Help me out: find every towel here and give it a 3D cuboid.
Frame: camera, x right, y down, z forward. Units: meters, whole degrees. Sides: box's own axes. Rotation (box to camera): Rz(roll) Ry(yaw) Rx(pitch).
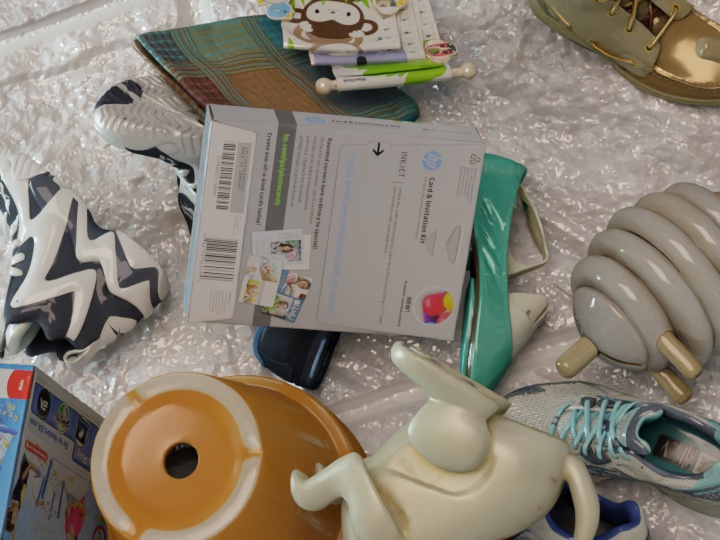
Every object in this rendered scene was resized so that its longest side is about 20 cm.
[{"bbox_3d":[-0.060,-0.145,1.710,0.147,0.199,0.022,44,125,23],"label":"towel"}]

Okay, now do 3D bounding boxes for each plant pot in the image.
[{"bbox_3d":[-0.103,0.158,1.607,0.199,0.183,0.202,-5,70,13],"label":"plant pot"}]

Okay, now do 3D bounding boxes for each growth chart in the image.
[{"bbox_3d":[-0.006,-0.208,1.759,0.144,0.018,0.201,-11,52,-13],"label":"growth chart"}]

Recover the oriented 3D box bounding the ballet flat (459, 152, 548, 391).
[{"bbox_3d":[0.105,0.006,1.671,0.070,0.067,0.202,0,73,0],"label":"ballet flat"}]

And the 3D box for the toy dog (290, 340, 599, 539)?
[{"bbox_3d":[0.044,0.173,1.523,0.193,0.140,0.201,32,92,0],"label":"toy dog"}]

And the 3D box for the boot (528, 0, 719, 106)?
[{"bbox_3d":[0.198,-0.203,1.667,0.199,0.156,0.073,33,82,23],"label":"boot"}]

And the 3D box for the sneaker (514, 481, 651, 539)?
[{"bbox_3d":[0.114,0.162,1.590,0.199,0.089,0.075,17,47,15],"label":"sneaker"}]

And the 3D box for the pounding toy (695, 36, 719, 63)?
[{"bbox_3d":[0.354,-0.150,1.583,0.183,0.200,0.143,20,77,20],"label":"pounding toy"}]

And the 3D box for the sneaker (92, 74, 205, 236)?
[{"bbox_3d":[-0.126,-0.072,1.700,0.080,0.198,0.130,51,128,34],"label":"sneaker"}]

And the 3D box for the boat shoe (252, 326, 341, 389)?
[{"bbox_3d":[0.000,0.000,1.703,0.068,0.084,0.201,36,100,16],"label":"boat shoe"}]

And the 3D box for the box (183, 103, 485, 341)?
[{"bbox_3d":[-0.020,-0.033,1.617,0.198,0.041,0.157,4,112,-10],"label":"box"}]

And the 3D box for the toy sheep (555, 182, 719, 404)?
[{"bbox_3d":[0.218,0.013,1.602,0.200,0.138,0.138,-37,65,-19],"label":"toy sheep"}]

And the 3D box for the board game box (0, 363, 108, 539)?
[{"bbox_3d":[-0.239,0.188,1.625,0.055,0.200,0.197,3,71,17],"label":"board game box"}]

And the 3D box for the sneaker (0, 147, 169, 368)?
[{"bbox_3d":[-0.259,0.000,1.752,0.199,0.080,0.130,38,75,13],"label":"sneaker"}]

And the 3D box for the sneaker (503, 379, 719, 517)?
[{"bbox_3d":[0.187,0.113,1.598,0.199,0.086,0.078,11,74,18],"label":"sneaker"}]
